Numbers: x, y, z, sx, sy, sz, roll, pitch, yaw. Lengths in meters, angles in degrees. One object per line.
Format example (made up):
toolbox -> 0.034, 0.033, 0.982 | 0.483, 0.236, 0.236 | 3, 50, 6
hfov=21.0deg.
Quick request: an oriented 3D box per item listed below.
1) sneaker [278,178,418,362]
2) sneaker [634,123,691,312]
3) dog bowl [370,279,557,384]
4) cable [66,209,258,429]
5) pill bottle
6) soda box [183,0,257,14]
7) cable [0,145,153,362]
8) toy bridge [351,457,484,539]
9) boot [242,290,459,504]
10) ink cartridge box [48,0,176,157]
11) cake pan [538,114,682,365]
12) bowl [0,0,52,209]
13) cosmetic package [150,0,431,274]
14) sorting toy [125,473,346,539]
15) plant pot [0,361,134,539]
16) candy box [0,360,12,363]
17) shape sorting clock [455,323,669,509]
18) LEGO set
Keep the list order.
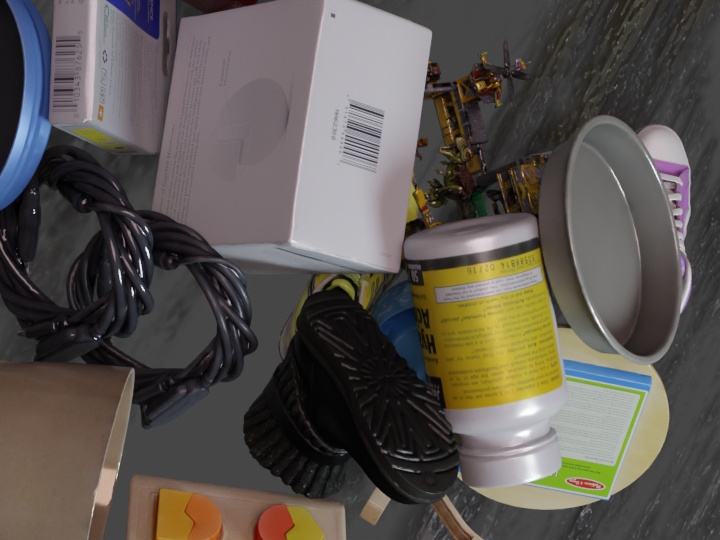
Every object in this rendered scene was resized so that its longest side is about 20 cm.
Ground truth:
sneaker -> 0.000, 0.000, 1.651 | 0.075, 0.076, 0.201 | 26, 77, -6
sneaker -> 0.264, -0.036, 1.691 | 0.072, 0.114, 0.203 | 8, 82, -9
dog bowl -> 0.094, 0.068, 1.642 | 0.198, 0.112, 0.050 | 19, 37, -21
cable -> -0.160, 0.029, 1.572 | 0.051, 0.200, 0.164 | -20, 77, -46
pill bottle -> 0.103, 0.063, 1.526 | 0.110, 0.111, 0.202 | -12, 97, -13
soda box -> -0.098, -0.261, 1.593 | 0.063, 0.200, 0.070 | 28, 80, -8
cable -> -0.228, -0.019, 1.551 | 0.050, 0.199, 0.165 | -7, 76, -41
toy bridge -> 0.022, 0.184, 1.647 | 0.199, 0.027, 0.067 | 33, 46, 5
boot -> -0.010, 0.138, 1.541 | 0.079, 0.159, 0.212 | -2, 45, -34
ink cartridge box -> -0.198, -0.199, 1.581 | 0.046, 0.200, 0.200 | -1, 83, 10
cake pan -> 0.199, -0.022, 1.552 | 0.200, 0.036, 0.202 | 25, 60, -52
bowl -> -0.314, -0.139, 1.552 | 0.039, 0.199, 0.203 | 4, 82, -47
cosmetic package -> -0.060, -0.105, 1.574 | 0.122, 0.199, 0.202 | 15, 81, -40
sorting toy -> -0.098, 0.239, 1.561 | 0.183, 0.037, 0.201 | 9, 38, -11
plant pot -> -0.292, 0.146, 1.511 | 0.198, 0.187, 0.189 | 13, 82, -2
candy box -> -0.343, 0.171, 1.588 | 0.101, 0.026, 0.202 | 5, 83, -15
shape sorting clock -> 0.161, 0.124, 1.639 | 0.198, 0.039, 0.202 | 0, 122, 0
LEGO set -> 0.093, -0.098, 1.638 | 0.153, 0.115, 0.202 | 0, 76, -40
